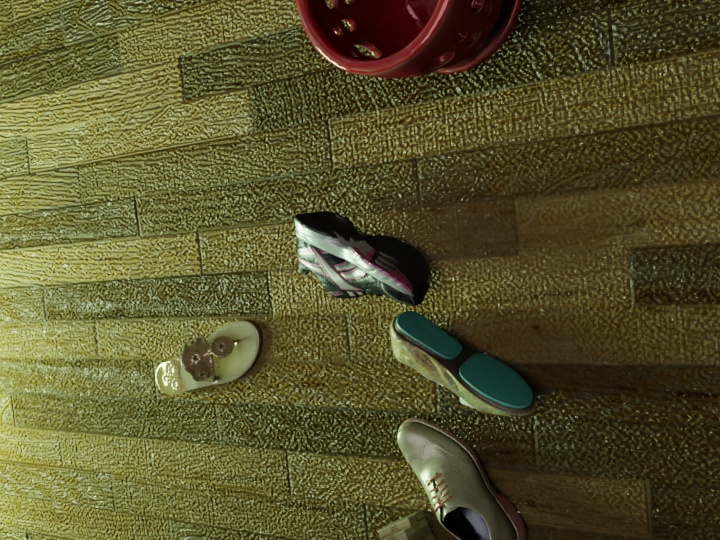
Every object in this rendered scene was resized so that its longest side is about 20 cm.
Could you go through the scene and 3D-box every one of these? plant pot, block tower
[{"bbox_3d":[0.058,-0.302,0.956,0.200,0.182,0.201,4,98,34],"label":"plant pot"},{"bbox_3d":[0.085,0.403,1.108,0.058,0.054,0.200,-33,76,33],"label":"block tower"}]

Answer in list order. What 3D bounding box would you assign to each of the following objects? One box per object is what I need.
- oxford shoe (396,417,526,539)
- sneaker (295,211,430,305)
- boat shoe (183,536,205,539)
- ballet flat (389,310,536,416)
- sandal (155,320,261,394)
[{"bbox_3d":[0.108,0.254,1.061,0.200,0.074,0.071,44,117,23],"label":"oxford shoe"},{"bbox_3d":[0.000,0.000,1.109,0.200,0.080,0.087,31,125,36],"label":"sneaker"},{"bbox_3d":[-0.198,0.474,1.309,0.200,0.072,0.069,38,115,15],"label":"boat shoe"},{"bbox_3d":[0.115,0.119,1.054,0.200,0.071,0.071,33,113,27],"label":"ballet flat"},{"bbox_3d":[-0.233,0.135,1.286,0.211,0.070,0.078,-26,81,34],"label":"sandal"}]
